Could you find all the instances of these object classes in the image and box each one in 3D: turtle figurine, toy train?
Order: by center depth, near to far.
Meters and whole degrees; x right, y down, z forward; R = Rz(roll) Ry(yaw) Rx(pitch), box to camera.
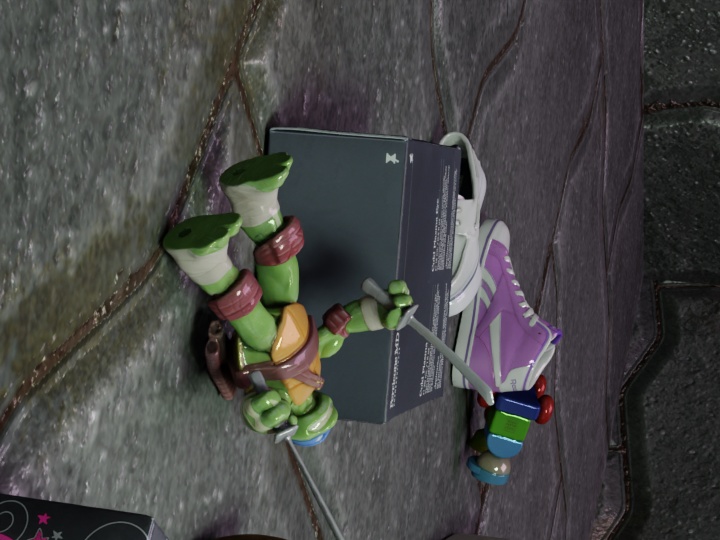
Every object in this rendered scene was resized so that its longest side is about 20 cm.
[{"bbox_3d":[-0.024,0.035,1.024,0.200,0.144,0.194,37,-24,58],"label":"turtle figurine"},{"bbox_3d":[0.160,0.164,1.947,0.200,0.084,0.116,-93,-159,-74],"label":"toy train"}]

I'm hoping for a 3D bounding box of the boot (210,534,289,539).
[{"bbox_3d":[-0.088,0.264,1.048,0.200,0.073,0.156,-37,130,-68],"label":"boot"}]

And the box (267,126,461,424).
[{"bbox_3d":[0.000,0.000,1.224,0.182,0.104,0.201,-4,99,-76],"label":"box"}]

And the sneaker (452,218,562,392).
[{"bbox_3d":[0.173,0.041,1.857,0.073,0.114,0.201,51,45,-67],"label":"sneaker"}]

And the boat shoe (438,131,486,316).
[{"bbox_3d":[0.078,-0.047,1.584,0.065,0.073,0.200,71,18,-47],"label":"boat shoe"}]

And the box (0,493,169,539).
[{"bbox_3d":[-0.147,0.215,0.734,0.132,0.114,0.200,71,28,-58],"label":"box"}]

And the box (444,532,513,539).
[{"bbox_3d":[0.129,0.365,1.812,0.200,0.109,0.128,5,90,-74],"label":"box"}]
